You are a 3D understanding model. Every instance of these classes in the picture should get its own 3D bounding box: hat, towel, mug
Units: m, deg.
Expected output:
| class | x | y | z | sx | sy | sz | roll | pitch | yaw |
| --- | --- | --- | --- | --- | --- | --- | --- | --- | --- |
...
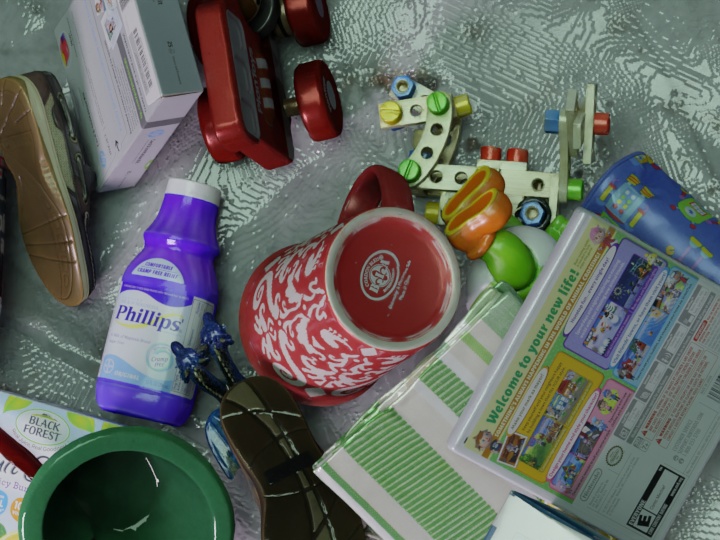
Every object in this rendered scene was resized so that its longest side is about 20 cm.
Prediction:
| class | x | y | z | sx | sy | sz | roll | pitch | yaw |
| --- | --- | --- | --- | --- | --- | --- | --- | --- | --- |
| hat | -0.206 | 0.166 | 1.671 | 0.165 | 0.176 | 0.200 | -38 | 113 | 1 |
| towel | 0.081 | 0.125 | 1.531 | 0.200 | 0.023 | 0.153 | -44 | 108 | 3 |
| mug | -0.010 | 0.004 | 1.582 | 0.132 | 0.200 | 0.179 | -7 | 82 | -18 |

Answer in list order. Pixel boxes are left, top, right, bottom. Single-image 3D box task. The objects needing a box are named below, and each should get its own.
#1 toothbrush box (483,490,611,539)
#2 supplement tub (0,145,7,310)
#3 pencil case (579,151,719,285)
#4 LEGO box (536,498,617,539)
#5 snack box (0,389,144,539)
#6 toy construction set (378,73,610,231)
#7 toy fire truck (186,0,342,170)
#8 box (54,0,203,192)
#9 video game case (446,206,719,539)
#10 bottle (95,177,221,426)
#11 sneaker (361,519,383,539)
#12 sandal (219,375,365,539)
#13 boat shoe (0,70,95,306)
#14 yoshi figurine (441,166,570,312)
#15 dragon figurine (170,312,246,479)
| class | x | y | z | sx | sy | sz | roll | pitch | yaw |
| --- | --- | --- | --- | --- | --- | --- | --- | --- | --- |
| toothbrush box | 0.123 | 0.243 | 1.443 | 0.085 | 0.200 | 0.147 | 29 | 89 | 19 |
| supplement tub | -0.371 | -0.019 | 1.738 | 0.139 | 0.140 | 0.202 | -2 | 79 | 15 |
| pencil case | 0.263 | -0.006 | 1.596 | 0.200 | 0.087 | 0.078 | 42 | 131 | 19 |
| LEGO box | 0.135 | 0.187 | 1.595 | 0.148 | 0.077 | 0.202 | 14 | 84 | 18 |
| snack box | -0.269 | 0.183 | 1.718 | 0.198 | 0.053 | 0.144 | 13 | 82 | 16 |
| toy construction set | 0.109 | -0.094 | 1.654 | 0.198 | 0.092 | 0.133 | 1 | 80 | 27 |
| toy fire truck | -0.094 | -0.184 | 1.679 | 0.111 | 0.168 | 0.202 | -11 | 77 | 12 |
| box | -0.195 | -0.174 | 1.699 | 0.041 | 0.200 | 0.157 | -9 | 73 | -27 |
| video game case | 0.187 | 0.083 | 1.509 | 0.181 | 0.022 | 0.201 | 28 | 95 | -13 |
| bottle | -0.160 | 0.025 | 1.712 | 0.083 | 0.065 | 0.202 | 11 | 83 | 19 |
| sneaker | -0.012 | 0.235 | 1.610 | 0.200 | 0.092 | 0.076 | -43 | 102 | 8 |
| sandal | -0.054 | 0.177 | 1.585 | 0.081 | 0.055 | 0.201 | -23 | 65 | -12 |
| boat shoe | -0.253 | -0.072 | 1.739 | 0.073 | 0.065 | 0.202 | 2 | 110 | 43 |
| yoshi figurine | 0.159 | 0.004 | 1.564 | 0.200 | 0.112 | 0.113 | 45 | 62 | -15 |
| dragon figurine | -0.088 | 0.132 | 1.654 | 0.059 | 0.099 | 0.201 | -30 | 74 | 8 |
